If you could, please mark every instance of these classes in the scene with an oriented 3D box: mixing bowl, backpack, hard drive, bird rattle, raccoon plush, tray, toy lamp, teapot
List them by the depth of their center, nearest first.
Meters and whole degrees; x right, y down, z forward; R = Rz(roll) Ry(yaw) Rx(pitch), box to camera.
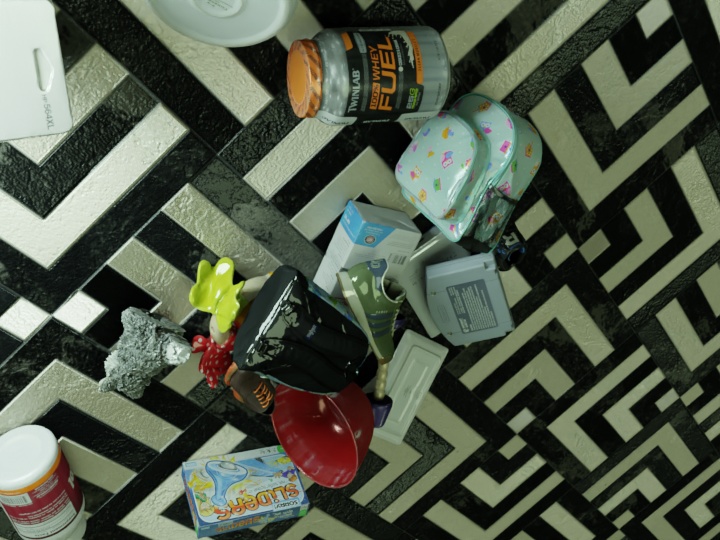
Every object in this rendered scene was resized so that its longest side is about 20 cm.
[{"bbox_3d":[-0.155,-0.361,0.937,0.192,0.149,0.201,-2,157,10],"label":"teapot"},{"bbox_3d":[-0.314,0.137,1.197,0.095,0.200,0.136,24,92,-20],"label":"raccoon plush"},{"bbox_3d":[0.160,-0.155,1.232,0.152,0.176,0.201,26,106,-43],"label":"backpack"},{"bbox_3d":[-0.077,0.098,1.237,0.198,0.154,0.165,29,93,-27],"label":"backpack"},{"bbox_3d":[-0.184,0.079,1.284,0.161,0.112,0.203,-22,137,-33],"label":"bird rattle"},{"bbox_3d":[-0.048,0.254,1.441,0.108,0.198,0.204,-30,140,-43],"label":"mixing bowl"},{"bbox_3d":[0.136,0.016,1.447,0.131,0.025,0.201,-34,132,0],"label":"hard drive"},{"bbox_3d":[0.038,0.173,1.461,0.057,0.058,0.205,2,106,-28],"label":"toy lamp"},{"bbox_3d":[0.081,0.216,1.526,0.106,0.022,0.203,25,93,-31],"label":"tray"}]

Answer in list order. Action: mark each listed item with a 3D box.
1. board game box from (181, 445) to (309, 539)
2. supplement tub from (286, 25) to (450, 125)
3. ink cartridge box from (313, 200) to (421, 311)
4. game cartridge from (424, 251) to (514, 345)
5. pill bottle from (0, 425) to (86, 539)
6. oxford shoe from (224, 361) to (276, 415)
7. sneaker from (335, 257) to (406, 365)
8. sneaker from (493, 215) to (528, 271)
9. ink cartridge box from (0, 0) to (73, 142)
[{"bbox_3d":[-0.202,0.381,1.471,0.196,0.136,0.035,-6,132,-24],"label":"board game box"},{"bbox_3d":[0.009,-0.256,1.111,0.196,0.123,0.125,-9,128,-22],"label":"supplement tub"},{"bbox_3d":[0.000,0.000,1.336,0.114,0.067,0.203,9,119,-33],"label":"ink cartridge box"},{"bbox_3d":[0.180,0.051,1.421,0.130,0.042,0.201,-9,139,15],"label":"game cartridge"},{"bbox_3d":[-0.496,0.346,1.307,0.111,0.114,0.203,-18,131,-14],"label":"pill bottle"},{"bbox_3d":[-0.163,0.177,1.328,0.071,0.072,0.201,-47,165,-16],"label":"oxford shoe"},{"bbox_3d":[0.036,0.062,1.308,0.088,0.068,0.202,-26,130,0],"label":"sneaker"},{"bbox_3d":[0.226,-0.086,1.359,0.072,0.112,0.202,-27,132,-7],"label":"sneaker"},{"bbox_3d":[-0.359,-0.247,0.871,0.083,0.201,0.148,-12,129,-19],"label":"ink cartridge box"}]
